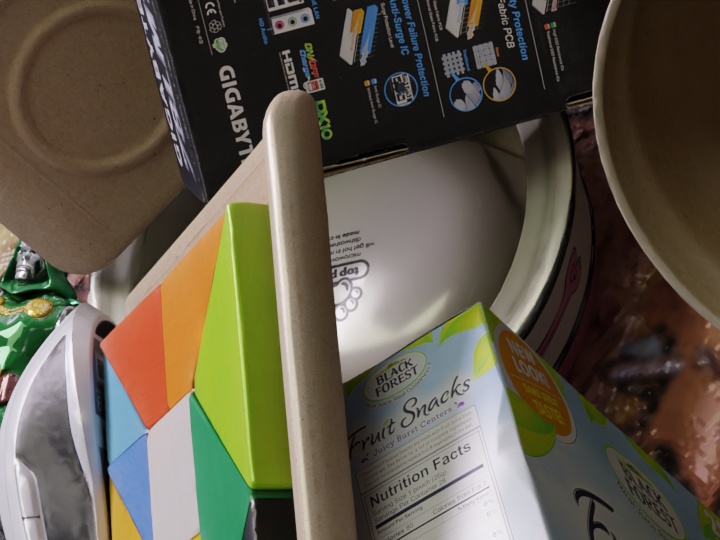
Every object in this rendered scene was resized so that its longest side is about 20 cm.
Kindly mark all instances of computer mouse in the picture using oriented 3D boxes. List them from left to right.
[{"bbox_3d":[-0.096,0.111,0.751,0.044,0.110,0.200,-9,73,9],"label":"computer mouse"}]

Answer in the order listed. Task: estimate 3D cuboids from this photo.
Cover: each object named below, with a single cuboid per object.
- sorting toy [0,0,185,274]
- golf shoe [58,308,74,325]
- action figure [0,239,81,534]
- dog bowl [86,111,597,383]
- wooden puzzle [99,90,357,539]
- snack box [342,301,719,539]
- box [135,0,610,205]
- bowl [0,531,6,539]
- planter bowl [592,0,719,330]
[{"bbox_3d":[-0.096,-0.119,0.783,0.200,0.185,0.036,-43,30,6],"label":"sorting toy"},{"bbox_3d":[-0.092,0.096,0.852,0.088,0.077,0.200,-45,44,15],"label":"golf shoe"},{"bbox_3d":[-0.155,0.075,0.926,0.118,0.055,0.200,1,65,26],"label":"action figure"},{"bbox_3d":[0.000,0.000,0.829,0.200,0.074,0.200,-14,57,22],"label":"dog bowl"},{"bbox_3d":[-0.046,0.067,0.675,0.200,0.037,0.185,131,137,-62],"label":"wooden puzzle"},{"bbox_3d":[0.073,0.133,0.631,0.068,0.169,0.200,-32,48,17],"label":"snack box"},{"bbox_3d":[0.016,-0.141,0.732,0.198,0.200,0.050,-17,13,-11],"label":"box"},{"bbox_3d":[-0.179,0.171,0.800,0.201,0.090,0.201,-30,33,22],"label":"bowl"},{"bbox_3d":[0.185,-0.075,0.683,0.200,0.200,0.135,-14,28,31],"label":"planter bowl"}]
